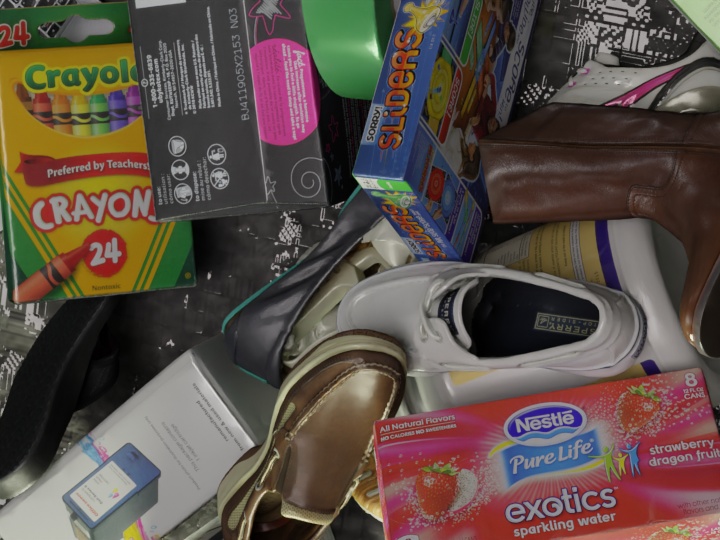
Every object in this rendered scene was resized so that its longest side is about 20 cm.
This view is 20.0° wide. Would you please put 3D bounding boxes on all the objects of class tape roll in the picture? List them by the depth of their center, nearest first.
[{"bbox_3d":[0.021,-0.204,1.247,0.048,0.200,0.202,7,102,21],"label":"tape roll"}]

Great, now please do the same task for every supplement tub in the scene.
[{"bbox_3d":[0.119,0.048,1.284,0.199,0.145,0.146,-23,91,23],"label":"supplement tub"}]

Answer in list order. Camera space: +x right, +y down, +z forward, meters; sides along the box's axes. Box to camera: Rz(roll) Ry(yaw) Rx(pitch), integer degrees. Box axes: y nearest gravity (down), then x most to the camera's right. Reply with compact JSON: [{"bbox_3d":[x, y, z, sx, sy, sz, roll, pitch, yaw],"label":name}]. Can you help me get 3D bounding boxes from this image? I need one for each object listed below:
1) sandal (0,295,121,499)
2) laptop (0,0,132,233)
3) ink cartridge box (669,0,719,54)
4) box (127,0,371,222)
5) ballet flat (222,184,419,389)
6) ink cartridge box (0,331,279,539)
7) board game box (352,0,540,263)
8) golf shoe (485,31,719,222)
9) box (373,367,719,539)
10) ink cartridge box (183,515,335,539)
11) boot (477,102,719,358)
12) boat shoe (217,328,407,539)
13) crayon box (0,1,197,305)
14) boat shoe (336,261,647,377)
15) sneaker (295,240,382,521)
[{"bbox_3d":[-0.204,0.083,1.406,0.075,0.201,0.048,-22,124,36],"label":"sandal"},{"bbox_3d":[-0.295,-0.151,1.422,0.200,0.116,0.188,43,111,9],"label":"laptop"},{"bbox_3d":[0.259,-0.136,1.221,0.200,0.104,0.059,48,112,7],"label":"ink cartridge box"},{"bbox_3d":[-0.069,-0.141,1.339,0.131,0.115,0.202,-4,97,22],"label":"box"},{"bbox_3d":[0.000,0.000,1.296,0.200,0.073,0.073,-44,83,3],"label":"ballet flat"},{"bbox_3d":[-0.133,0.127,1.393,0.200,0.145,0.088,-38,88,21],"label":"ink cartridge box"},{"bbox_3d":[0.057,-0.117,1.238,0.034,0.135,0.201,7,69,24],"label":"board game box"},{"bbox_3d":[0.147,-0.087,1.299,0.199,0.073,0.093,-15,68,22],"label":"golf shoe"},{"bbox_3d":[0.112,0.135,1.188,0.198,0.096,0.100,-9,54,1],"label":"box"},{"bbox_3d":[-0.074,0.244,1.361,0.084,0.200,0.147,-19,93,23],"label":"ink cartridge box"},{"bbox_3d":[0.143,-0.029,1.169,0.199,0.187,0.064,5,134,31],"label":"boot"},{"bbox_3d":[-0.025,0.120,1.232,0.074,0.075,0.203,12,137,-20],"label":"boat shoe"},{"bbox_3d":[-0.184,-0.083,1.386,0.126,0.051,0.202,-6,92,-15],"label":"crayon box"},{"bbox_3d":[0.066,0.024,1.196,0.199,0.065,0.074,-3,76,29],"label":"boat shoe"},{"bbox_3d":[-0.001,0.079,1.376,0.075,0.088,0.201,-14,71,2],"label":"sneaker"}]
